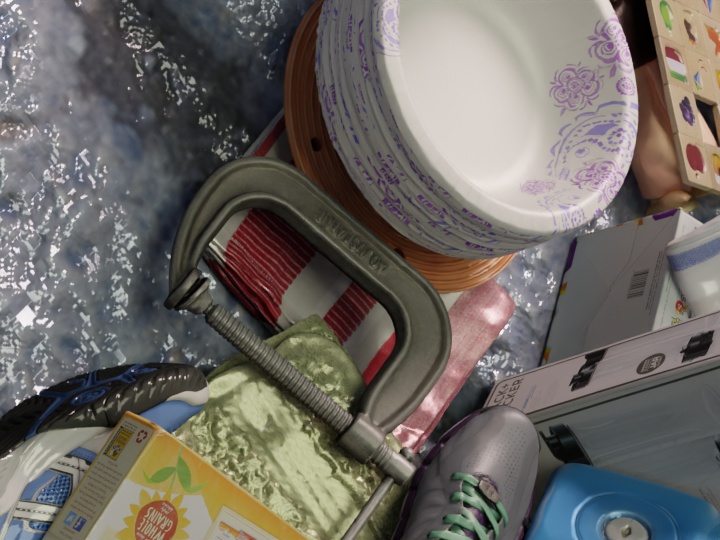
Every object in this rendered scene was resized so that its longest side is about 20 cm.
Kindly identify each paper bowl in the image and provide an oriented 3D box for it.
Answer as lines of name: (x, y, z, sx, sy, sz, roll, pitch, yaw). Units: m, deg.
paper bowl: (0.058, -0.105, 1.252, 0.200, 0.104, 0.202, 13, 69, -37)

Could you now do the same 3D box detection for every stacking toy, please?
stacking toy: (0.142, 0.224, 1.268, 0.116, 0.109, 0.201, -59, 160, -49)

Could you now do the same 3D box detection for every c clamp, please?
c clamp: (-0.032, 0.037, 1.190, 0.200, 0.027, 0.171, 45, 61, -2)

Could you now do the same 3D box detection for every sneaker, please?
sneaker: (0.053, 0.157, 1.161, 0.074, 0.087, 0.200, 37, 68, -12)
sneaker: (-0.160, 0.111, 1.115, 0.200, 0.076, 0.077, -31, 107, -27)

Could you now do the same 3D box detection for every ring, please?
ring: (0.031, -0.083, 1.304, 0.200, 0.019, 0.201, 13, 69, -37)

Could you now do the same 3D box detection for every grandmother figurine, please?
grandmother figurine: (0.184, -0.139, 1.424, 0.121, 0.060, 0.201, -38, 107, -44)

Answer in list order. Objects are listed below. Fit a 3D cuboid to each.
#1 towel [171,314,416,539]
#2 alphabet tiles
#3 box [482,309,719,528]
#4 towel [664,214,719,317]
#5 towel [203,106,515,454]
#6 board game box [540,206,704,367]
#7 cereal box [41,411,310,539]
towel: (-0.028, 0.138, 1.199, 0.148, 0.036, 0.201, -33, 94, -25)
alphabet tiles: (0.252, -0.120, 1.458, 0.200, 0.008, 0.168, 14, 62, -52)
box: (0.179, 0.099, 1.277, 0.117, 0.199, 0.060, 55, 35, -20)
towel: (0.289, 0.036, 1.309, 0.146, 0.024, 0.201, -28, 97, 1)
towel: (0.000, 0.000, 1.281, 0.200, 0.023, 0.144, 49, 56, -19)
board game box: (0.230, 0.058, 1.391, 0.200, 0.103, 0.105, 31, 64, -28)
cereal box: (-0.119, 0.192, 1.094, 0.144, 0.039, 0.200, 43, 76, -38)
